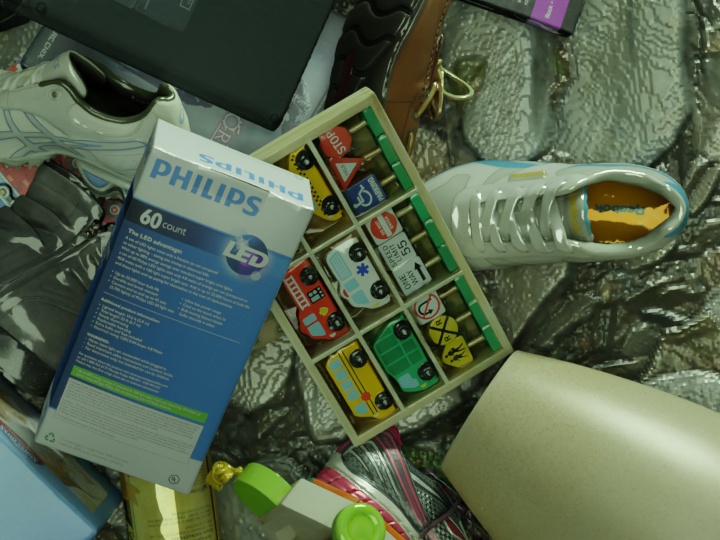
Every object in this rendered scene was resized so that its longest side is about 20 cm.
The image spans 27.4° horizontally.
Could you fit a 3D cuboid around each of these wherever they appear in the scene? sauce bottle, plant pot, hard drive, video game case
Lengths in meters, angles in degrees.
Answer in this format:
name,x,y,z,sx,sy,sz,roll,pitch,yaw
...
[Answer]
name,x,y,z,sx,sy,sz,roll,pitch,yaw
sauce bottle,-0.123,0.187,0.988,0.065,0.066,0.202,-7,90,-1
plant pot,0.158,0.145,0.953,0.199,0.187,0.188,33,90,11
hard drive,-0.103,-0.185,0.909,0.199,0.033,0.141,22,94,-39
video game case,-0.106,-0.146,0.995,0.199,0.019,0.144,31,83,-1

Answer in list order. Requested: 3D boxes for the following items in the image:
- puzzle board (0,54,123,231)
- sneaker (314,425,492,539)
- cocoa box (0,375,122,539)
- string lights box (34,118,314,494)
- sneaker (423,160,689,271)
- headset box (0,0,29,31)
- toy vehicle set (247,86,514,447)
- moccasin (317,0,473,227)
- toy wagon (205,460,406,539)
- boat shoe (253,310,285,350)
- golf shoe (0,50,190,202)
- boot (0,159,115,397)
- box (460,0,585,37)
name,x,y,z,sx,sy,sz,roll,pitch,yaw
puzzle board,-0.186,-0.050,1.005,0.150,0.017,0.200,-40,93,0
sneaker,0.058,0.187,0.990,0.200,0.081,0.075,46,64,-9
cocoa box,-0.271,0.133,0.948,0.200,0.133,0.131,44,89,-2
string lights box,-0.113,0.024,0.891,0.102,0.059,0.201,21,108,-13
sneaker,0.117,-0.039,0.981,0.198,0.081,0.077,-7,93,3
headset box,-0.314,-0.182,0.919,0.198,0.174,0.094,-18,92,0
toy vehicle set,0.000,0.000,0.947,0.124,0.027,0.201,-31,110,-2
moccasin,0.025,-0.118,0.972,0.077,0.073,0.203,13,95,-38
toy wagon,-0.013,0.183,0.950,0.200,0.155,0.040,42,64,-2
boat shoe,-0.098,0.046,0.982,0.199,0.072,0.065,-32,112,-9
golf shoe,-0.197,-0.109,0.934,0.198,0.098,0.079,15,47,4
boot,-0.242,-0.025,0.972,0.200,0.070,0.132,39,83,-9
box,0.072,-0.258,0.998,0.198,0.036,0.144,19,91,-3
